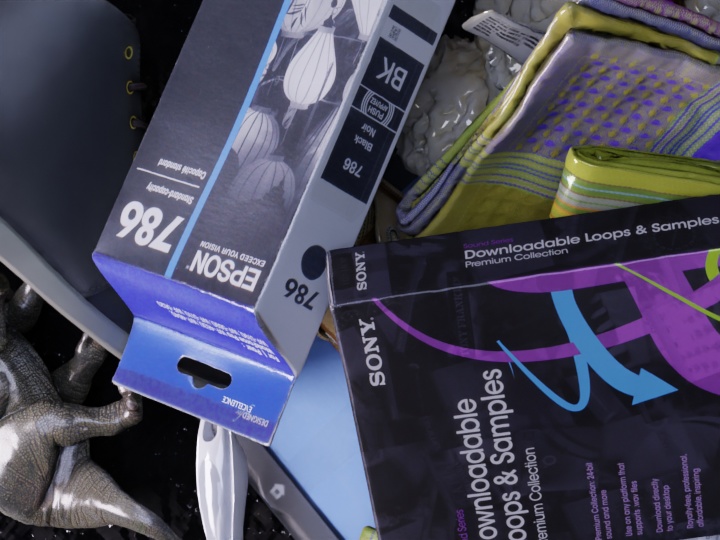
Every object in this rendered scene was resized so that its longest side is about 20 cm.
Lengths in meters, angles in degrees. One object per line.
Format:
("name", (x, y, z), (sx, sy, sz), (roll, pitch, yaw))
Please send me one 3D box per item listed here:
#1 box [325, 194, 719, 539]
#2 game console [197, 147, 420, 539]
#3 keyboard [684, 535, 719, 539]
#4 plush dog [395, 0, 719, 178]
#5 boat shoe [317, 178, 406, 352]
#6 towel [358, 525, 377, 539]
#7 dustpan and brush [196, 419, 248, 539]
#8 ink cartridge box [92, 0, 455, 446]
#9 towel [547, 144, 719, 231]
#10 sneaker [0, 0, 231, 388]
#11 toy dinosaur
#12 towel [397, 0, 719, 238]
("box", (0.095, 0.043, 1.032), (0.199, 0.036, 0.144), (-7, 129, 5))
("game console", (0.026, 0.039, 1.153), (0.177, 0.031, 0.200), (-41, 80, 5))
("keyboard", (0.210, 0.130, 1.101), (0.199, 0.011, 0.057), (2, 86, -3))
("plush dog", (0.107, -0.131, 1.095), (0.199, 0.161, 0.172), (-3, 50, 1))
("boat shoe", (0.000, 0.000, 1.110), (0.200, 0.074, 0.076), (40, 97, 11))
("towel", (0.043, 0.214, 1.132), (0.143, 0.023, 0.201), (12, 95, 11))
("dustpan and brush", (-0.046, 0.153, 1.119), (0.139, 0.057, 0.201), (-2, 83, 40))
("ink cartridge box", (-0.037, -0.043, 1.046), (0.099, 0.039, 0.201), (16, 83, 44))
("towel", (0.095, 0.037, 1.061), (0.086, 0.018, 0.201), (9, 128, -9))
("sneaker", (-0.097, -0.036, 1.104), (0.200, 0.075, 0.106), (42, 87, -29))
("toy dinosaur", (-0.147, 0.057, 1.172), (0.200, 0.077, 0.102), (40, 114, -3))
("towel", (0.126, -0.028, 1.052), (0.199, 0.023, 0.144), (19, 134, -24))
